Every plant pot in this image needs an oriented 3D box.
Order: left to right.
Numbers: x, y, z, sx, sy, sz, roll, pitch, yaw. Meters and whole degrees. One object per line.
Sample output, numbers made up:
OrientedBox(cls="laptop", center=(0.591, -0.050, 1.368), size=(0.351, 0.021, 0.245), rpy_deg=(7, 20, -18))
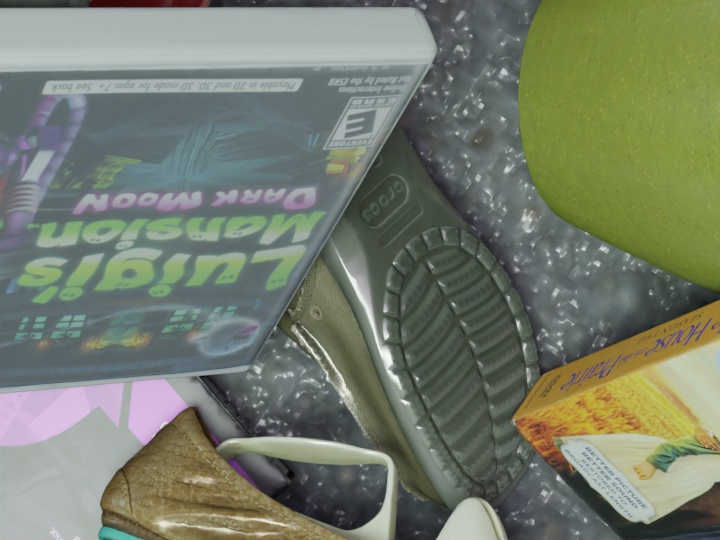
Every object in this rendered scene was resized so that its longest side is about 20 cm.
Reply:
OrientedBox(cls="plant pot", center=(0.161, -0.056, 0.753), size=(0.199, 0.186, 0.189), rpy_deg=(3, 88, 37))

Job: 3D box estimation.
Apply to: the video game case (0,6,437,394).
OrientedBox(cls="video game case", center=(-0.095, -0.016, 0.702), size=(0.198, 0.182, 0.024), rpy_deg=(-4, 57, -29))

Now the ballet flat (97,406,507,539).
OrientedBox(cls="ballet flat", center=(0.004, 0.102, 0.769), size=(0.199, 0.068, 0.073), rpy_deg=(23, 73, 19))

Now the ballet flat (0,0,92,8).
OrientedBox(cls="ballet flat", center=(-0.102, -0.128, 0.721), size=(0.068, 0.201, 0.068), rpy_deg=(15, 130, -10))

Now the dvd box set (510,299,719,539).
OrientedBox(cls="dvd box set", center=(0.153, 0.072, 0.741), size=(0.146, 0.200, 0.029), rpy_deg=(46, 61, -9))

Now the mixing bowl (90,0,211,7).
OrientedBox(cls="mixing bowl", center=(-0.153, -0.069, 0.771), size=(0.198, 0.201, 0.109), rpy_deg=(10, 129, 0))

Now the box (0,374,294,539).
OrientedBox(cls="box", center=(-0.144, 0.091, 0.825), size=(0.200, 0.036, 0.143), rpy_deg=(-42, 89, 0))

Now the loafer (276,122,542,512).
OrientedBox(cls="loafer", center=(0.000, 0.000, 0.819), size=(0.075, 0.069, 0.201), rpy_deg=(-33, 100, -37))
